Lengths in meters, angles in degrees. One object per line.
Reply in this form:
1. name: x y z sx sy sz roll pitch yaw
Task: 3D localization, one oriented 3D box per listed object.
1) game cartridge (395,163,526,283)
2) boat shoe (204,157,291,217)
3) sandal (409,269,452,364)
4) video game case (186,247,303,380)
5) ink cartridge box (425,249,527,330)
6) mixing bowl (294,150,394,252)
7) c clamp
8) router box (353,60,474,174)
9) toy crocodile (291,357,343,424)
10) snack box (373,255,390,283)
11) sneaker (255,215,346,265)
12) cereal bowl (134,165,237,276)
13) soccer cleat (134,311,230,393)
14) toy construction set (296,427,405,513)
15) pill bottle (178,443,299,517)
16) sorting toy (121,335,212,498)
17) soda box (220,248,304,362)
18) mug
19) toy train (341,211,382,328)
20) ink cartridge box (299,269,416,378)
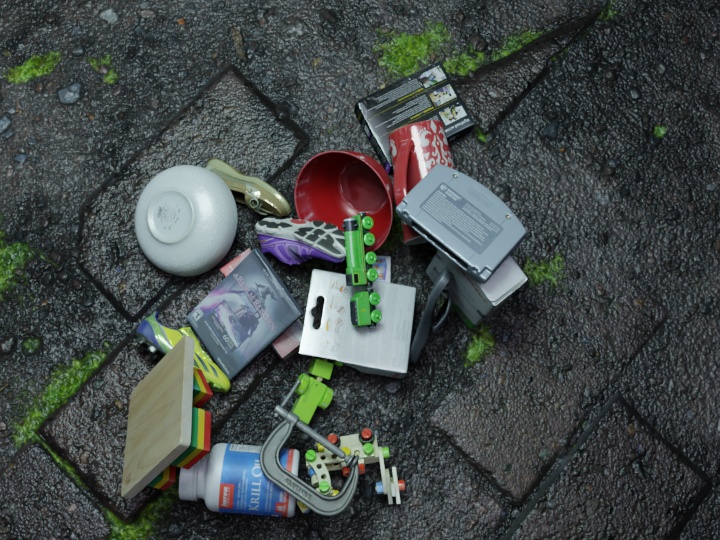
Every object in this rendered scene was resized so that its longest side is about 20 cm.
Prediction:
1. game cartridge: 0.173 -0.086 1.370 0.199 0.041 0.133 40 75 18
2. boat shoe: -0.218 -0.142 1.527 0.198 0.073 0.064 29 74 17
3. sandal: 0.132 0.083 1.463 0.042 0.203 0.076 21 34 7
4. video game case: -0.208 0.080 1.454 0.199 0.019 0.144 -42 79 23
5. ink cartridge box: 0.204 0.008 1.467 0.083 0.200 0.147 -35 80 -13
6. mixing bowl: -0.012 -0.139 1.512 0.199 0.202 0.108 37 35 6
7. c clamp: -0.078 0.300 1.363 0.199 0.027 0.171 38 56 8
8. router box: 0.106 -0.303 1.617 0.197 0.051 0.151 -27 81 -10
9. toy crocodile: -0.074 0.182 1.475 0.066 0.062 0.204 24 79 -14
10. snack box: 0.020 0.072 1.526 0.070 0.024 0.205 3 75 -5
11. sneaker: -0.103 -0.045 1.499 0.196 0.085 0.080 15 33 31
12. cereal bowl: -0.326 -0.093 1.481 0.195 0.083 0.206 -1 87 13
13. soccer cleat: -0.309 0.145 1.463 0.198 0.065 0.084 32 62 2
14. toy construction set: -0.017 0.351 1.416 0.195 0.093 0.133 2 50 -12
15. pill bottle: -0.204 0.355 1.391 0.195 0.112 0.115 4 75 -3
16. sorting toy: -0.314 0.249 1.360 0.069 0.200 0.202 23 41 -31
17. soda box: -0.172 0.065 1.493 0.069 0.064 0.202 -34 80 -10
18. mug: 0.122 -0.164 1.491 0.130 0.178 0.205 -12 84 4
19. toy train: 0.000 0.000 1.434 0.055 0.042 0.205 -5 88 -26
20. ink cartridge box: -0.004 0.097 1.475 0.195 0.050 0.166 10 69 -3
